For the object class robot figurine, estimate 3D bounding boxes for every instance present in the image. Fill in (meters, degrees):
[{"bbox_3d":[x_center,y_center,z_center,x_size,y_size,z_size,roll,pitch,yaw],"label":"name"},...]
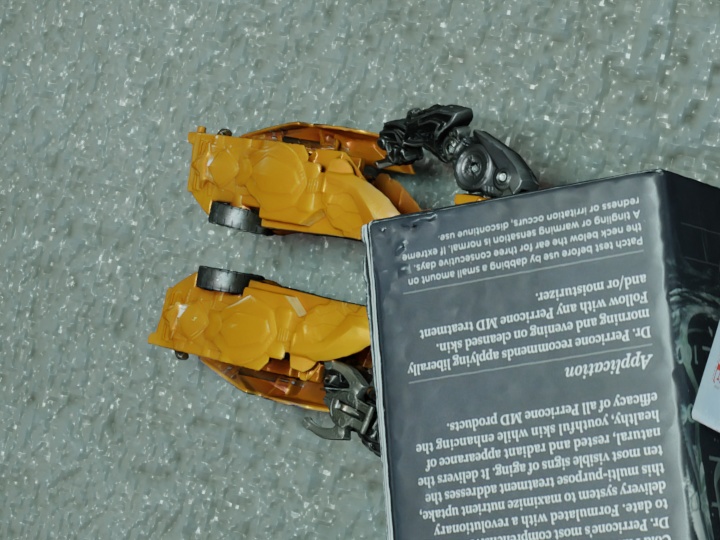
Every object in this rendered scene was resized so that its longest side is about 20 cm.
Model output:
[{"bbox_3d":[0.000,0.000,1.090,0.200,0.058,0.145,11,90,42],"label":"robot figurine"}]

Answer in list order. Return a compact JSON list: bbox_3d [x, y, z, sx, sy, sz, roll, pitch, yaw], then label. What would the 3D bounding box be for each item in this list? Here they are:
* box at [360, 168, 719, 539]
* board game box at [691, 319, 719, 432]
[{"bbox_3d":[0.107,0.081,0.942,0.124,0.200,0.197,-9,79,31],"label":"box"},{"bbox_3d":[0.228,-0.020,0.828,0.199,0.041,0.200,15,94,-10],"label":"board game box"}]
